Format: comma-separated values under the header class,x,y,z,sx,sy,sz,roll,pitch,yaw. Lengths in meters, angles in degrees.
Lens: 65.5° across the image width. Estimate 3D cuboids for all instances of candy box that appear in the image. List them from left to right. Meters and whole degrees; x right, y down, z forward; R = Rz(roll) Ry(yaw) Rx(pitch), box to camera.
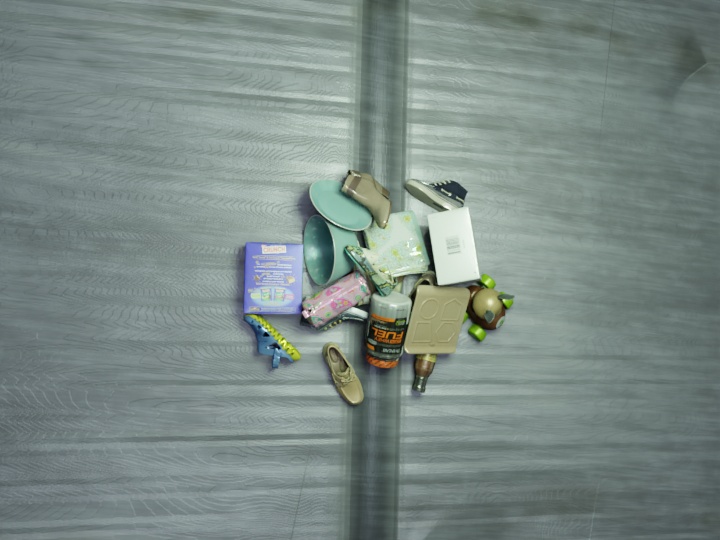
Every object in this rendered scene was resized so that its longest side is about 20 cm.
class,x,y,z,sx,sy,sz,roll,pitch,yaw
candy box,-0.249,0.022,1.612,0.167,0.077,0.203,2,89,-9

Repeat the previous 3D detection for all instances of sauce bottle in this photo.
class,x,y,z,sx,sy,sz,roll,pitch,yaw
sauce bottle,0.196,0.265,1.690,0.065,0.066,0.202,16,87,-9

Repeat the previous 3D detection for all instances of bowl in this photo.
class,x,y,z,sx,sy,sz,roll,pitch,yaw
bowl,-0.076,-0.061,1.603,0.104,0.200,0.204,-6,89,-29

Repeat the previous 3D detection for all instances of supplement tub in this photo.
class,x,y,z,sx,sy,sz,roll,pitch,yaw
supplement tub,0.077,0.170,1.625,0.121,0.123,0.203,5,106,-10

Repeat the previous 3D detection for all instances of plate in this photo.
class,x,y,z,sx,sy,sz,roll,pitch,yaw
plate,-0.058,-0.180,1.580,0.199,0.201,0.026,30,128,-8

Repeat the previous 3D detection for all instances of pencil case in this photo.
class,x,y,z,sx,sy,sz,roll,pitch,yaw
pencil case,-0.072,0.081,1.575,0.199,0.087,0.088,-29,93,-6

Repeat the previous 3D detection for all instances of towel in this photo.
class,x,y,z,sx,sy,sz,roll,pitch,yaw
towel,0.103,-0.076,1.661,0.169,0.048,0.202,-10,71,-14

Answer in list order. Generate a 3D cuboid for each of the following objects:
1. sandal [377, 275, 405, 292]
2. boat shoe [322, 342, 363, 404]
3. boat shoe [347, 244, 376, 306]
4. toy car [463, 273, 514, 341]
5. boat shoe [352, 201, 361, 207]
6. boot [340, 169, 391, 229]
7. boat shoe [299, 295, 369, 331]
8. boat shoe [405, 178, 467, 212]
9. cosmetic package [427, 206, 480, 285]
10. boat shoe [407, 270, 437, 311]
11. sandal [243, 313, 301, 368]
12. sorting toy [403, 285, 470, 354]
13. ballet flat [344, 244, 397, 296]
class,x,y,z,sx,sy,sz,roll,pitch,yaw
sandal,0.107,-0.004,1.685,0.079,0.057,0.203,22,84,-10
boat shoe,-0.052,0.307,1.642,0.071,0.064,0.201,-30,93,-10
boat shoe,0.000,0.000,1.664,0.068,0.075,0.203,-10,94,-22
toy car,0.387,0.112,1.659,0.158,0.200,0.165,43,82,-6
boat shoe,-0.022,-0.187,1.672,0.198,0.072,0.077,-14,75,-17
boot,0.013,-0.208,1.596,0.145,0.201,0.071,24,125,-15
boat shoe,-0.078,0.141,1.646,0.198,0.071,0.092,13,86,-2
boat shoe,0.236,-0.247,1.717,0.199,0.075,0.094,30,76,-15
cosmetic package,0.276,-0.062,1.628,0.121,0.200,0.202,-10,85,15
boat shoe,0.166,0.095,1.649,0.071,0.059,0.201,33,117,14
sandal,-0.265,0.206,1.605,0.087,0.079,0.200,-44,94,-5
sorting toy,0.219,0.142,1.623,0.183,0.036,0.203,3,105,-27
ballet flat,0.036,-0.014,1.547,0.074,0.074,0.200,-47,123,-9
